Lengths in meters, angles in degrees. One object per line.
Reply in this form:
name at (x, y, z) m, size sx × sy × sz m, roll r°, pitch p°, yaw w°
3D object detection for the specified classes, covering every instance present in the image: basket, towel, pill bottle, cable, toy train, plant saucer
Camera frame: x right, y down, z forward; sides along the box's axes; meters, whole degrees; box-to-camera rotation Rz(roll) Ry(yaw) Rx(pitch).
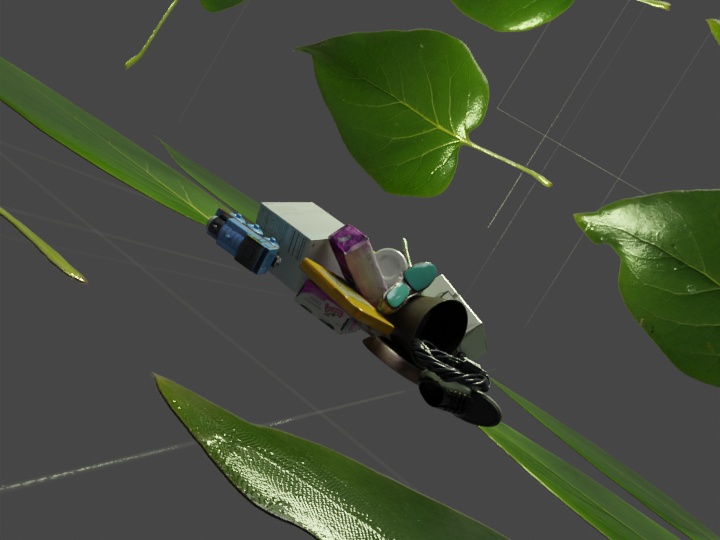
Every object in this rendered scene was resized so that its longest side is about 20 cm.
basket at (0.135, 0.130, 1.678) m, size 0.137 × 0.180 × 0.199 m, roll 53°, pitch -17°, yaw -27°
towel at (0.146, 0.034, 1.927) m, size 0.155 × 0.023 × 0.203 m, roll 81°, pitch -1°, yaw -47°
pill bottle at (0.078, 0.025, 1.943) m, size 0.110 × 0.112 × 0.201 m, roll 34°, pitch -15°, yaw 13°
cable at (0.184, 0.208, 1.494) m, size 0.197 × 0.052 × 0.162 m, roll 28°, pitch 11°, yaw 28°
toy train at (-0.274, -0.069, 1.610) m, size 0.198 × 0.088 × 0.114 m, roll 35°, pitch 10°, yaw 11°
plant saucer at (0.094, 0.210, 1.644) m, size 0.198 × 0.035 × 0.200 m, roll 34°, pitch 5°, yaw -3°

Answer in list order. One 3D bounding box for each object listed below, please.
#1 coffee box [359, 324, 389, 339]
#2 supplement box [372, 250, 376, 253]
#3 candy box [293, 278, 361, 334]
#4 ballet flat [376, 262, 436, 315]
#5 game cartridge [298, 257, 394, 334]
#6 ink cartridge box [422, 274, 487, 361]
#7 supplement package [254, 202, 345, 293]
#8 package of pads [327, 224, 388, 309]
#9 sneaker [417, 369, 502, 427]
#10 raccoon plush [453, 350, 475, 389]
coffee box at (0.071, 0.130, 1.829) m, size 0.198 × 0.116 × 0.080 m, roll 34°, pitch 3°, yaw -4°
supplement box at (-0.011, -0.023, 2.004) m, size 0.109 × 0.110 × 0.199 m, roll 34°, pitch 3°, yaw 26°
candy box at (-0.065, 0.085, 1.630) m, size 0.135 × 0.062 × 0.200 m, roll 35°, pitch 4°, yaw 10°
ballet flat at (0.103, 0.045, 1.658) m, size 0.068 × 0.199 × 0.075 m, roll 52°, pitch -39°, yaw 2°
game cartridge at (-0.029, 0.059, 1.554) m, size 0.199 × 0.033 × 0.176 m, roll 39°, pitch 5°, yaw 33°
ink cartridge box at (0.252, 0.134, 1.882) m, size 0.201 × 0.083 × 0.147 m, roll 54°, pitch -9°, yaw 39°
supplement package at (-0.146, -0.065, 1.765) m, size 0.199 × 0.150 × 0.189 m, roll 35°, pitch 26°, yaw 32°
package of pads at (0.000, 0.000, 1.669) m, size 0.120 × 0.075 × 0.203 m, roll 38°, pitch -25°, yaw 53°
sneaker at (0.207, 0.284, 1.463) m, size 0.196 × 0.076 × 0.106 m, roll 25°, pitch 7°, yaw 7°
raccoon plush at (0.224, 0.273, 1.851) m, size 0.132 × 0.097 × 0.202 m, roll 22°, pitch -31°, yaw 38°
